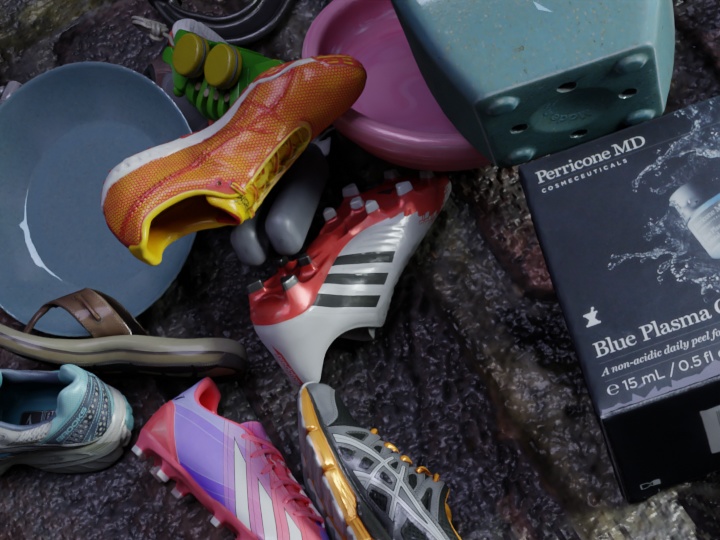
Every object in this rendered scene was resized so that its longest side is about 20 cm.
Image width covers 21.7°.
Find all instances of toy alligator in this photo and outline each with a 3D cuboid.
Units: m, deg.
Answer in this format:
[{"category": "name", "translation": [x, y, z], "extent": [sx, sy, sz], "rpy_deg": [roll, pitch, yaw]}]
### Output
[{"category": "toy alligator", "translation": [-0.110, -0.137, 1.334], "extent": [0.199, 0.059, 0.055], "rpy_deg": [23, 98, 47]}]

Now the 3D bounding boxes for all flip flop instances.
[{"category": "flip flop", "translation": [-0.174, 0.042, 1.304], "extent": [0.198, 0.081, 0.058], "rpy_deg": [3, 80, 15]}]

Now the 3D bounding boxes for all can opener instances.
[{"category": "can opener", "translation": [-0.055, -0.081, 1.313], "extent": [0.053, 0.067, 0.200], "rpy_deg": [-16, 26, 19]}]

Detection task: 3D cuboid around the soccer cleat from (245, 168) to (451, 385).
[{"category": "soccer cleat", "translation": [0.000, 0.000, 1.292], "extent": [0.068, 0.086, 0.200], "rpy_deg": [0, 32, 43]}]

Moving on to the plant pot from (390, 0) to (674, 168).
[{"category": "plant pot", "translation": [0.108, -0.185, 1.199], "extent": [0.195, 0.196, 0.202], "rpy_deg": [-17, 69, 6]}]

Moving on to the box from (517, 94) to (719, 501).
[{"category": "box", "translation": [0.222, 0.008, 1.177], "extent": [0.195, 0.118, 0.201], "rpy_deg": [-19, 53, 6]}]

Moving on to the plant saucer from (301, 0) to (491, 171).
[{"category": "plant saucer", "translation": [0.058, -0.138, 1.338], "extent": [0.199, 0.051, 0.202], "rpy_deg": [0, 45, 0]}]

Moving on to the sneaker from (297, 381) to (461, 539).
[{"category": "sneaker", "translation": [0.017, 0.148, 1.189], "extent": [0.077, 0.079, 0.201], "rpy_deg": [-23, 56, -13]}]

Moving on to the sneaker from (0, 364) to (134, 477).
[{"category": "sneaker", "translation": [-0.262, 0.101, 1.299], "extent": [0.198, 0.086, 0.078], "rpy_deg": [-13, 55, 11]}]

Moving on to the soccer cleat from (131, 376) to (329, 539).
[{"category": "soccer cleat", "translation": [-0.067, 0.143, 1.221], "extent": [0.200, 0.067, 0.077], "rpy_deg": [34, 76, 36]}]

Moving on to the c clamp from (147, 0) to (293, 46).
[{"category": "c clamp", "translation": [-0.107, -0.264, 1.523], "extent": [0.169, 0.027, 0.201], "rpy_deg": [12, 61, 19]}]

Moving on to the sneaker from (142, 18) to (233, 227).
[{"category": "sneaker", "translation": [-0.113, -0.093, 1.399], "extent": [0.082, 0.077, 0.201], "rpy_deg": [-40, 49, 24]}]

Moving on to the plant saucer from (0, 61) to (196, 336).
[{"category": "plant saucer", "translation": [-0.198, -0.051, 1.378], "extent": [0.199, 0.039, 0.203], "rpy_deg": [-2, 83, 20]}]

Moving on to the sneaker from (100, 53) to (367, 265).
[{"category": "sneaker", "translation": [-0.074, -0.071, 1.242], "extent": [0.199, 0.073, 0.077], "rpy_deg": [-35, 61, -3]}]

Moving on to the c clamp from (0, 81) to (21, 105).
[{"category": "c clamp", "translation": [-0.326, -0.072, 1.459], "extent": [0.170, 0.027, 0.201], "rpy_deg": [15, 64, 26]}]
